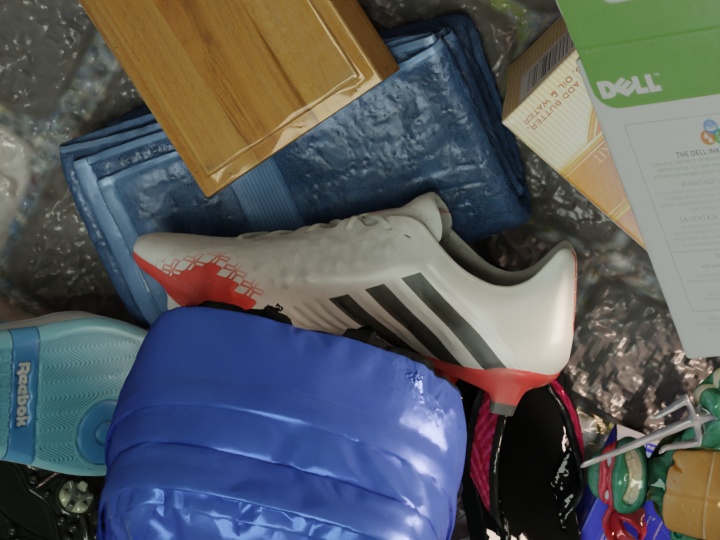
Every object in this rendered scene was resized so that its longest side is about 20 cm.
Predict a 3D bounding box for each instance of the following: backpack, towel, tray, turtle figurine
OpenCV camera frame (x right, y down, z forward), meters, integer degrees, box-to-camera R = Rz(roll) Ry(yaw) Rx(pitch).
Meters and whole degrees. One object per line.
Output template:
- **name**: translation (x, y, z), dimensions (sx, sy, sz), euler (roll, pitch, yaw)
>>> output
- **backpack**: translation (-0.035, 0.116, 1.251), dimensions (0.162, 0.168, 0.200), euler (11, 149, -5)
- **towel**: translation (-0.028, -0.040, 1.339), dimensions (0.199, 0.049, 0.112), euler (-18, 113, 14)
- **tray**: translation (-0.080, -0.143, 1.277), dimensions (0.098, 0.037, 0.200), euler (-33, 92, 19)
- **turtle figurine**: translation (0.171, 0.104, 1.308), dimensions (0.199, 0.101, 0.150), euler (5, 116, 15)

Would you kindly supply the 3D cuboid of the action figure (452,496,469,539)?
- **action figure**: translation (0.006, 0.138, 1.412), dimensions (0.130, 0.069, 0.200), euler (33, 111, -1)

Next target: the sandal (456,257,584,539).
- **sandal**: translation (0.075, 0.087, 1.352), dimensions (0.075, 0.045, 0.201), euler (-15, 93, -26)

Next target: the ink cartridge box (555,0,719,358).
- **ink cartridge box**: translation (0.157, -0.065, 1.198), dimensions (0.104, 0.059, 0.201), euler (-6, 117, 37)

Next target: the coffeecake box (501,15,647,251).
- **coffeecake box**: translation (0.187, -0.064, 1.289), dimensions (0.200, 0.073, 0.154), euler (40, 112, -13)

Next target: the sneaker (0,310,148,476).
- **sneaker**: translation (-0.184, 0.044, 1.386), dimensions (0.199, 0.130, 0.080), euler (5, 100, -31)

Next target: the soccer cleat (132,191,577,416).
- **soccer cleat**: translation (0.000, 0.000, 1.299), dimensions (0.199, 0.069, 0.085), euler (16, 102, 1)

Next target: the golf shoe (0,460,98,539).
- **golf shoe**: translation (-0.149, 0.148, 1.426), dimensions (0.200, 0.077, 0.088), euler (44, 148, 5)

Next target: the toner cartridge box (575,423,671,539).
- **toner cartridge box**: translation (0.128, 0.180, 1.427), dimensions (0.095, 0.043, 0.200), euler (21, 116, -5)
